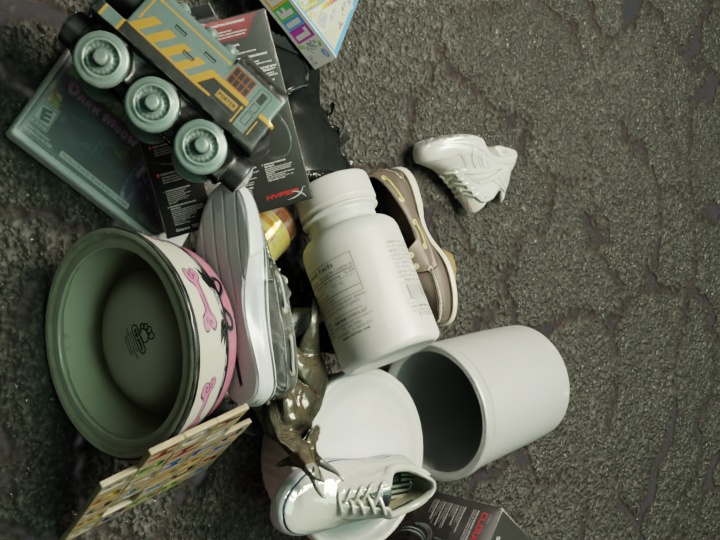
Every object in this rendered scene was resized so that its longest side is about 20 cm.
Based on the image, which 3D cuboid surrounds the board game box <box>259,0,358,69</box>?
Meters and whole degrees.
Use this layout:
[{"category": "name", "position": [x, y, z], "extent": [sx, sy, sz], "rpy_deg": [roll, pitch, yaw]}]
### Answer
[{"category": "board game box", "position": [-0.057, -0.345, 0.919], "extent": [0.135, 0.034, 0.202], "rpy_deg": [47, 40, -31]}]

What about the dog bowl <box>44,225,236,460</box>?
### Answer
[{"category": "dog bowl", "position": [-0.194, 0.062, 0.722], "extent": [0.073, 0.198, 0.204], "rpy_deg": [-6, 92, -56]}]

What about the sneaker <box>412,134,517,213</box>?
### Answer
[{"category": "sneaker", "position": [0.149, -0.132, 1.116], "extent": [0.198, 0.077, 0.101], "rpy_deg": [4, 89, -41]}]

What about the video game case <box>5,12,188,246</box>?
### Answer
[{"category": "video game case", "position": [-0.221, -0.143, 0.809], "extent": [0.200, 0.023, 0.184], "rpy_deg": [42, 62, -33]}]

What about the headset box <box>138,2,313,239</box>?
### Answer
[{"category": "headset box", "position": [-0.142, -0.150, 0.774], "extent": [0.147, 0.077, 0.203], "rpy_deg": [-17, 101, -8]}]

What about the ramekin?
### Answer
[{"category": "ramekin", "position": [-0.026, 0.213, 0.927], "extent": [0.200, 0.093, 0.206], "rpy_deg": [3, 86, -43]}]

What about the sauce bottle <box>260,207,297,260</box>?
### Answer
[{"category": "sauce bottle", "position": [-0.146, 0.006, 0.844], "extent": [0.201, 0.065, 0.066], "rpy_deg": [-51, 120, -33]}]

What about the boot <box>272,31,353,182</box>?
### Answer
[{"category": "boot", "position": [-0.093, -0.169, 0.876], "extent": [0.197, 0.073, 0.165], "rpy_deg": [-6, 82, -53]}]

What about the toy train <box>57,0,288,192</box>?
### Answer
[{"category": "toy train", "position": [-0.157, -0.162, 0.691], "extent": [0.199, 0.085, 0.114], "rpy_deg": [41, 80, -10]}]

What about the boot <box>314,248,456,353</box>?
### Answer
[{"category": "boot", "position": [0.039, 0.034, 1.014], "extent": [0.198, 0.066, 0.178], "rpy_deg": [20, 75, -42]}]

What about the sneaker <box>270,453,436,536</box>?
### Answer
[{"category": "sneaker", "position": [-0.002, 0.230, 0.838], "extent": [0.198, 0.070, 0.074], "rpy_deg": [-6, 93, -42]}]

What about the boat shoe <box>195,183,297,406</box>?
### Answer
[{"category": "boat shoe", "position": [-0.102, 0.021, 0.745], "extent": [0.070, 0.071, 0.204], "rpy_deg": [-4, 87, -55]}]

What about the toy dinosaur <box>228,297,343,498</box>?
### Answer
[{"category": "toy dinosaur", "position": [-0.070, 0.123, 0.820], "extent": [0.102, 0.076, 0.202], "rpy_deg": [46, 33, -35]}]

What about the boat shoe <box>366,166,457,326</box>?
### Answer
[{"category": "boat shoe", "position": [0.056, -0.026, 0.957], "extent": [0.059, 0.071, 0.203], "rpy_deg": [-12, 81, -49]}]

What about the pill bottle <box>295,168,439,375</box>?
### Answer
[{"category": "pill bottle", "position": [0.000, 0.000, 0.873], "extent": [0.113, 0.114, 0.203], "rpy_deg": [-10, 74, -42]}]

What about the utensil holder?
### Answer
[{"category": "utensil holder", "position": [0.156, 0.163, 1.049], "extent": [0.198, 0.168, 0.173], "rpy_deg": [-9, 94, -44]}]

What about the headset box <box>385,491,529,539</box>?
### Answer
[{"category": "headset box", "position": [0.095, 0.351, 0.953], "extent": [0.077, 0.198, 0.150], "rpy_deg": [48, 60, -30]}]

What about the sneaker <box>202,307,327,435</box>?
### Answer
[{"category": "sneaker", "position": [-0.108, 0.111, 0.873], "extent": [0.198, 0.075, 0.116], "rpy_deg": [-17, 101, -36]}]

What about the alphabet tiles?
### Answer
[{"category": "alphabet tiles", "position": [-0.177, 0.181, 0.735], "extent": [0.166, 0.200, 0.008], "rpy_deg": [-21, 72, -41]}]
